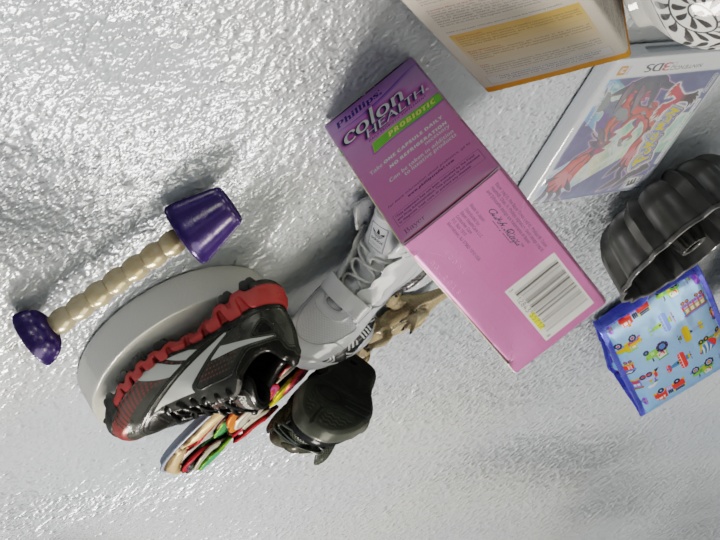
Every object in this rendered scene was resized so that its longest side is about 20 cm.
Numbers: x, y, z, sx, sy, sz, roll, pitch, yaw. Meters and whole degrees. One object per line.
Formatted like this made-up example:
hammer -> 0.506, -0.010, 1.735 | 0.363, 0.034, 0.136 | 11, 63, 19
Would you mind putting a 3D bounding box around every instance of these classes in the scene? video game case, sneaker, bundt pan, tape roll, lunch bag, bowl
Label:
video game case -> 0.266, -0.148, 1.525 | 0.182, 0.023, 0.200 | -10, 144, -37
sneaker -> 0.000, 0.000, 1.407 | 0.200, 0.075, 0.115 | -40, 152, -18
bundt pan -> 0.346, -0.055, 1.679 | 0.202, 0.076, 0.202 | -32, 163, -11
tape roll -> -0.163, 0.076, 1.406 | 0.203, 0.037, 0.203 | -26, 151, -16
sneaker -> -0.134, 0.097, 1.326 | 0.200, 0.098, 0.071 | -36, 153, 6
lunch bag -> 0.384, 0.075, 1.950 | 0.151, 0.094, 0.200 | -31, 143, 1
sneaker -> -0.043, 0.151, 1.479 | 0.114, 0.076, 0.199 | -57, -177, 14
bowl -> 0.246, -0.250, 1.195 | 0.094, 0.201, 0.201 | -21, 156, 18

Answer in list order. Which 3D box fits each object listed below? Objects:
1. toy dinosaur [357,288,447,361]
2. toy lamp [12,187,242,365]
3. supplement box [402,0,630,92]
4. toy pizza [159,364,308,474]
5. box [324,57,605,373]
toy dinosaur -> 0.050, 0.042, 1.580 | 0.200, 0.058, 0.101 | -34, 168, 16
toy lamp -> -0.187, 0.002, 1.243 | 0.200, 0.058, 0.058 | -34, 152, 4
supplement box -> 0.116, -0.217, 1.154 | 0.126, 0.074, 0.200 | -11, 160, 22
toy pizza -> -0.112, 0.137, 1.489 | 0.200, 0.032, 0.200 | -40, 173, -6
box -> 0.083, -0.047, 1.240 | 0.097, 0.200, 0.176 | -39, 127, 5
